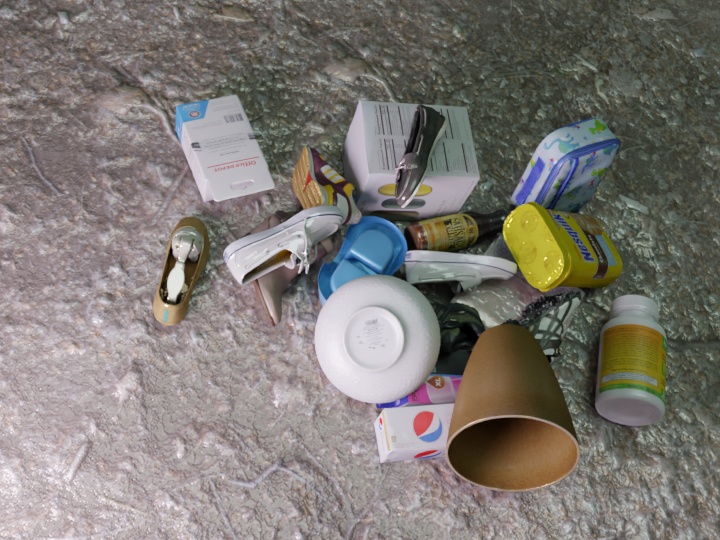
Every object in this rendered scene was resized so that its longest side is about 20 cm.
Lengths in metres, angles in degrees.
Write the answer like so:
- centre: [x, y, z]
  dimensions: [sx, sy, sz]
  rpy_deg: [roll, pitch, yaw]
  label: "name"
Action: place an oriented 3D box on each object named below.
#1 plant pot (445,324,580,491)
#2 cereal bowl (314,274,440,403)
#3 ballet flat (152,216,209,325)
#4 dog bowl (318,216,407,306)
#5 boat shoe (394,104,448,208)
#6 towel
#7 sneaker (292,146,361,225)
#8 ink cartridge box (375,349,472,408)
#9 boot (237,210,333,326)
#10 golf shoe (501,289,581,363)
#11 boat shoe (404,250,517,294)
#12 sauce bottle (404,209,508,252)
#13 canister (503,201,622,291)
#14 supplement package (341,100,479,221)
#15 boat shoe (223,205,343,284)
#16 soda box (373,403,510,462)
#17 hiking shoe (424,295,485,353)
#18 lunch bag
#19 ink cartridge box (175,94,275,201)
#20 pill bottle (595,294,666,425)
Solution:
- centre: [0.217, 0.186, 1.158]
  dimensions: [0.183, 0.188, 0.202]
  rpy_deg: [15, 44, -7]
  label: "plant pot"
- centre: [0.023, 0.105, 1.207]
  dimensions: [0.196, 0.083, 0.204]
  rpy_deg: [0, 87, 7]
  label: "cereal bowl"
- centre: [-0.278, -0.011, 1.250]
  dimensions: [0.067, 0.063, 0.203]
  rpy_deg: [11, 59, -10]
  label: "ballet flat"
- centre: [0.000, 0.000, 1.331]
  dimensions: [0.111, 0.050, 0.201]
  rpy_deg: [31, 58, 3]
  label: "dog bowl"
- centre: [0.084, -0.186, 1.270]
  dimensions: [0.057, 0.067, 0.202]
  rpy_deg: [32, 56, -11]
  label: "boat shoe"
- centre: [0.279, 0.054, 1.392]
  dimensions: [0.199, 0.032, 0.192]
  rpy_deg: [35, 59, 6]
  label: "towel"
- centre: [-0.058, -0.141, 1.363]
  dimensions: [0.089, 0.076, 0.201]
  rpy_deg: [13, 34, -25]
  label: "sneaker"
- centre: [0.119, 0.176, 1.278]
  dimensions: [0.196, 0.037, 0.096]
  rpy_deg: [3, 62, -12]
  label: "ink cartridge box"
- centre: [-0.112, -0.017, 1.285]
  dimensions: [0.144, 0.071, 0.202]
  rpy_deg: [-20, 58, -11]
  label: "boot"
- centre: [0.305, 0.103, 1.323]
  dimensions: [0.198, 0.077, 0.096]
  rpy_deg: [-29, 97, -29]
  label: "golf shoe"
- centre: [0.169, 0.008, 1.343]
  dimensions: [0.196, 0.074, 0.067]
  rpy_deg: [5, 83, -8]
  label: "boat shoe"
- centre: [0.176, -0.072, 1.411]
  dimensions: [0.197, 0.066, 0.067]
  rpy_deg: [-16, 67, -21]
  label: "sauce bottle"
- centre: [0.360, -0.039, 1.393]
  dimensions: [0.198, 0.087, 0.150]
  rpy_deg: [2, 53, -43]
  label: "canister"
- centre: [0.083, -0.188, 1.397]
  dimensions: [0.196, 0.152, 0.153]
  rpy_deg: [0, 64, -15]
  label: "supplement package"
- centre: [-0.104, -0.029, 1.218]
  dimensions: [0.199, 0.075, 0.087]
  rpy_deg: [-22, 62, -19]
  label: "boat shoe"
- centre: [0.125, 0.248, 1.221]
  dimensions: [0.197, 0.064, 0.069]
  rpy_deg: [-1, 62, -16]
  label: "soda box"
- centre: [0.116, 0.088, 1.276]
  dimensions: [0.197, 0.077, 0.101]
  rpy_deg: [3, 20, -16]
  label: "hiking shoe"
- centre: [0.369, -0.174, 1.444]
  dimensions: [0.159, 0.201, 0.083]
  rpy_deg: [-17, 60, -25]
  label: "lunch bag"
- centre: [-0.233, -0.195, 1.361]
  dimensions: [0.114, 0.068, 0.202]
  rpy_deg: [-15, 67, -23]
  label: "ink cartridge box"
- centre: [0.461, 0.148, 1.343]
  dimensions: [0.109, 0.111, 0.202]
  rpy_deg: [18, 58, -5]
  label: "pill bottle"
